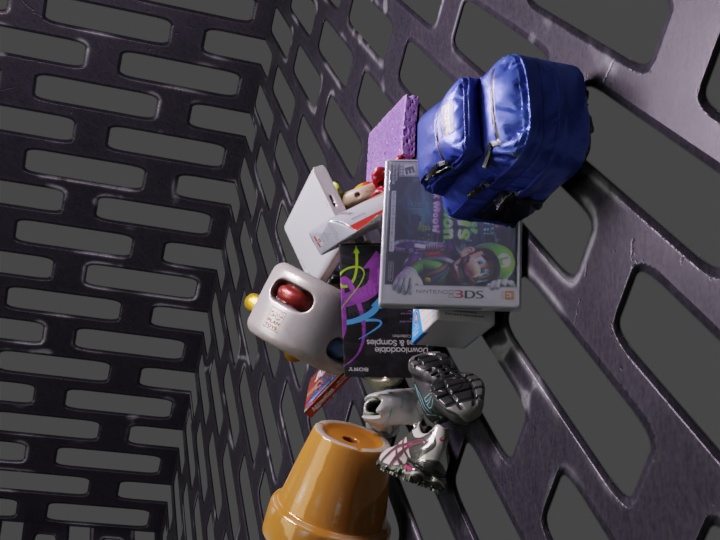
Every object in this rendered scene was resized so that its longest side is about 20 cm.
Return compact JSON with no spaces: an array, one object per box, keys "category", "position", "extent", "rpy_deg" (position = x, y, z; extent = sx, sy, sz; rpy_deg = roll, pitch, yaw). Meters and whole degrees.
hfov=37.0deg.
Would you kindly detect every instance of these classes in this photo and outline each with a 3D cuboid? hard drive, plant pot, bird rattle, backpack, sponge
[{"category":"hard drive","position":[-0.070,-0.069,1.804],"extent":[0.132,0.026,0.200],"rpy_deg":[64,153,17]},{"category":"plant pot","position":[-0.035,0.341,1.675],"extent":[0.200,0.199,0.184],"rpy_deg":[-139,63,-71]},{"category":"bird rattle","position":[0.011,-0.132,1.850],"extent":[0.113,0.199,0.163],"rpy_deg":[64,-167,6]},{"category":"backpack","position":[0.170,-0.155,1.274],"extent":[0.200,0.167,0.164],"rpy_deg":[-35,56,56]},{"category":"sponge","position":[0.056,-0.228,1.941],"extent":[0.200,0.030,0.112],"rpy_deg":[144,132,-67]}]

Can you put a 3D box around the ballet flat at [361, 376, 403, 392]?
[{"category":"ballet flat","position":[0.038,0.172,1.777],"extent":[0.200,0.067,0.063],"rpy_deg":[-146,36,-76]}]

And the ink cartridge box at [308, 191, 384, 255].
[{"category":"ink cartridge box","position":[0.029,-0.097,1.605],"extent":[0.050,0.162,0.200],"rpy_deg":[60,150,4]}]

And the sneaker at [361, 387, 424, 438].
[{"category":"sneaker","position":[0.035,0.219,1.700],"extent":[0.200,0.080,0.071],"rpy_deg":[133,141,-65]}]

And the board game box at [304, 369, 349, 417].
[{"category":"board game box","position":[-0.025,0.154,1.822],"extent":[0.200,0.019,0.103],"rpy_deg":[-48,15,24]}]

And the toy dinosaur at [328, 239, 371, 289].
[{"category":"toy dinosaur","position":[0.000,0.000,1.810],"extent":[0.200,0.058,0.102],"rpy_deg":[168,98,-68]}]

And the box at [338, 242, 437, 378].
[{"category":"box","position":[0.042,0.059,1.595],"extent":[0.036,0.142,0.202],"rpy_deg":[-20,-72,-70]}]

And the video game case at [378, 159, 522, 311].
[{"category":"video game case","position":[0.118,-0.047,1.385],"extent":[0.023,0.180,0.201],"rpy_deg":[73,-161,-71]}]

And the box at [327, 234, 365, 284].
[{"category":"box","position":[-0.050,0.043,2.064],"extent":[0.164,0.086,0.201],"rpy_deg":[-102,25,-51]}]

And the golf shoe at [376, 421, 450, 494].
[{"category":"golf shoe","position":[0.084,0.264,1.537],"extent":[0.089,0.077,0.200],"rpy_deg":[-71,14,-10]}]

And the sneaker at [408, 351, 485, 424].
[{"category":"sneaker","position":[0.123,0.175,1.473],"extent":[0.200,0.075,0.080],"rpy_deg":[-132,33,-71]}]

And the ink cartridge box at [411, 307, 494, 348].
[{"category":"ink cartridge box","position":[0.126,-0.008,1.468],"extent":[0.146,0.084,0.201],"rpy_deg":[120,153,-70]}]

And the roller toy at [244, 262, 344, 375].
[{"category":"roller toy","position":[-0.086,0.083,1.747],"extent":[0.140,0.199,0.182],"rpy_deg":[-63,13,-2]}]
